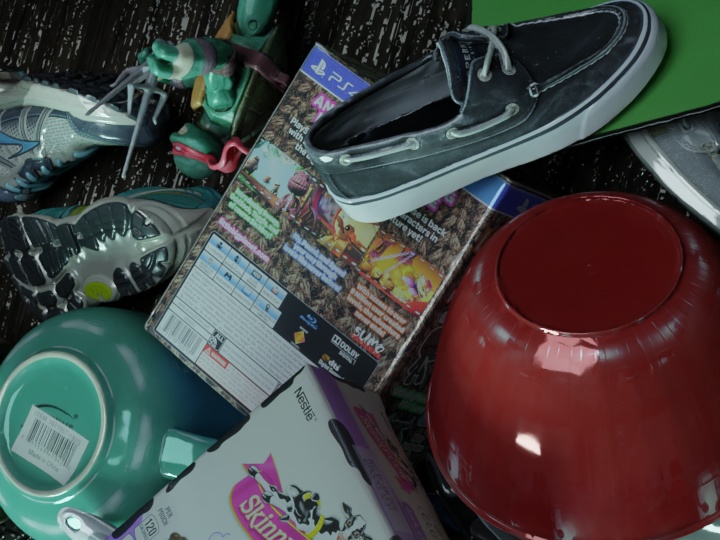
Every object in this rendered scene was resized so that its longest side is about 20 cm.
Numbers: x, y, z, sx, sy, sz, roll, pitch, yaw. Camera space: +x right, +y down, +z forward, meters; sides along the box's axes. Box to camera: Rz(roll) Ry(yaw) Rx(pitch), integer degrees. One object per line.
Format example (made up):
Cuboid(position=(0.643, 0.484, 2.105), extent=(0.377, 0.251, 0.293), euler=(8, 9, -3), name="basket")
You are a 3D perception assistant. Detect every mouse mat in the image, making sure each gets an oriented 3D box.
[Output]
Cuboid(position=(0.132, -0.147, 1.200), extent=(0.160, 0.008, 0.201), euler=(-14, 50, 22), name="mouse mat")

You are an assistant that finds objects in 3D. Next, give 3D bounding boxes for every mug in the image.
Cuboid(position=(-0.143, 0.093, 1.319), extent=(0.184, 0.114, 0.153), euler=(-25, 69, 25), name="mug")

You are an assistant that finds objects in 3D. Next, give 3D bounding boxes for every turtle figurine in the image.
Cuboid(position=(-0.089, -0.131, 1.320), extent=(0.201, 0.100, 0.150), euler=(-65, 16, -9), name="turtle figurine")

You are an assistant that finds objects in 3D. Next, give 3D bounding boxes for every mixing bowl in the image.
Cuboid(position=(0.124, 0.032, 1.119), extent=(0.199, 0.109, 0.201), euler=(-7, 46, 7), name="mixing bowl")

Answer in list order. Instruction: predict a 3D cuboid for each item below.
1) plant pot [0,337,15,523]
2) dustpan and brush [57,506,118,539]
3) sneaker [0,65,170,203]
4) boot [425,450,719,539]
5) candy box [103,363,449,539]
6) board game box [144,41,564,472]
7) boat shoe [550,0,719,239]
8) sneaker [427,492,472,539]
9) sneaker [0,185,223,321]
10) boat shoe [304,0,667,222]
Cuboid(position=(-0.308, 0.100, 1.389), extent=(0.172, 0.200, 0.201), euler=(0, 81, 15), name="plant pot")
Cuboid(position=(-0.087, 0.192, 1.261), extent=(0.199, 0.057, 0.140), euler=(33, 100, 10), name="dustpan and brush")
Cuboid(position=(-0.205, -0.087, 1.426), extent=(0.199, 0.077, 0.087), euler=(8, 103, 34), name="sneaker")
Cuboid(position=(0.136, 0.137, 1.138), extent=(0.131, 0.070, 0.200), euler=(-34, 47, -22), name="boot")
Cuboid(position=(-0.048, 0.178, 1.142), extent=(0.200, 0.071, 0.168), euler=(-41, 52, 17), name="candy box")
Cuboid(position=(0.000, 0.000, 1.260), extent=(0.159, 0.097, 0.201), euler=(38, 101, 30), name="board game box")
Cuboid(position=(0.176, -0.090, 1.188), extent=(0.065, 0.074, 0.203), euler=(-39, 54, 15), name="boat shoe")
Cuboid(position=(0.075, 0.195, 1.186), extent=(0.200, 0.089, 0.079), euler=(35, 100, 28), name="sneaker")
Cuboid(position=(-0.158, -0.014, 1.376), extent=(0.199, 0.079, 0.078), euler=(-7, 106, 46), name="sneaker")
Cuboid(position=(0.064, -0.097, 1.148), extent=(0.199, 0.068, 0.072), euler=(-24, 47, 12), name="boat shoe")
